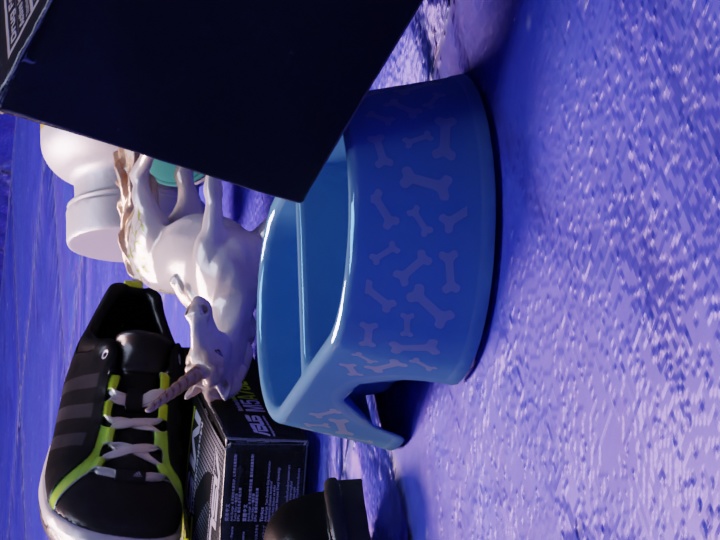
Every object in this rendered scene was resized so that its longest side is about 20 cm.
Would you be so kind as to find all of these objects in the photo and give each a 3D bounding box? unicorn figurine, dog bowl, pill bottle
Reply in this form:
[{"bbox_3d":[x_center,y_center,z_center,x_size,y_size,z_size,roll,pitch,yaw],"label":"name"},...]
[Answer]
[{"bbox_3d":[-0.079,-0.012,1.079,0.200,0.074,0.138,-152,69,-73],"label":"unicorn figurine"},{"bbox_3d":[0.000,0.000,0.805,0.200,0.050,0.112,123,147,-67],"label":"dog bowl"},{"bbox_3d":[-0.131,-0.111,1.255,0.112,0.112,0.200,132,139,-71],"label":"pill bottle"}]

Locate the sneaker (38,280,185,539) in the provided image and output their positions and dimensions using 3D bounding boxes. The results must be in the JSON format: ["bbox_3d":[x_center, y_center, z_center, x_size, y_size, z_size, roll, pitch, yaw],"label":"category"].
[{"bbox_3d":[-0.125,0.071,1.099,0.200,0.072,0.083,-105,25,-58],"label":"sneaker"}]

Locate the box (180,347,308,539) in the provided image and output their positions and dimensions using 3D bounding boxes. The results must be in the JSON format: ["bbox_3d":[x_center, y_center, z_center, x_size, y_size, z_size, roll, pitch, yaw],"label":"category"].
[{"bbox_3d":[-0.069,0.155,1.091,0.193,0.047,0.200,-129,43,-75],"label":"box"}]

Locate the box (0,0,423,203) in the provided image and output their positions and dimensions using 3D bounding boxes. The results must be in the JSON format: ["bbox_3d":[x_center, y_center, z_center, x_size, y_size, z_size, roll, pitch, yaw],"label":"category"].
[{"bbox_3d":[-0.038,-0.168,0.738,0.198,0.123,0.200,-57,28,31],"label":"box"}]

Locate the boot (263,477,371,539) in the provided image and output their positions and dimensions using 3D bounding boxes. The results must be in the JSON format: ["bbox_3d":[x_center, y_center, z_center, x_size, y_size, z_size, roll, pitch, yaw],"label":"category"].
[{"bbox_3d":[-0.077,0.172,0.870,0.079,0.158,0.211,-105,21,-53],"label":"boot"}]

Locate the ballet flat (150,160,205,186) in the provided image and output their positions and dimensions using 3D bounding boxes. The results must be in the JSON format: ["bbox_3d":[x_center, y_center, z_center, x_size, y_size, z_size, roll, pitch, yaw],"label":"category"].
[{"bbox_3d":[-0.072,-0.132,1.142,0.069,0.069,0.200,-101,22,-45],"label":"ballet flat"}]

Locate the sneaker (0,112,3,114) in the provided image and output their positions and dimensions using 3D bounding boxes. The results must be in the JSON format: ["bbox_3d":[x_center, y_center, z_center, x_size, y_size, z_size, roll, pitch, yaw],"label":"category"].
[{"bbox_3d":[-0.132,-0.158,1.171,0.200,0.086,0.080,-49,2,6],"label":"sneaker"}]
